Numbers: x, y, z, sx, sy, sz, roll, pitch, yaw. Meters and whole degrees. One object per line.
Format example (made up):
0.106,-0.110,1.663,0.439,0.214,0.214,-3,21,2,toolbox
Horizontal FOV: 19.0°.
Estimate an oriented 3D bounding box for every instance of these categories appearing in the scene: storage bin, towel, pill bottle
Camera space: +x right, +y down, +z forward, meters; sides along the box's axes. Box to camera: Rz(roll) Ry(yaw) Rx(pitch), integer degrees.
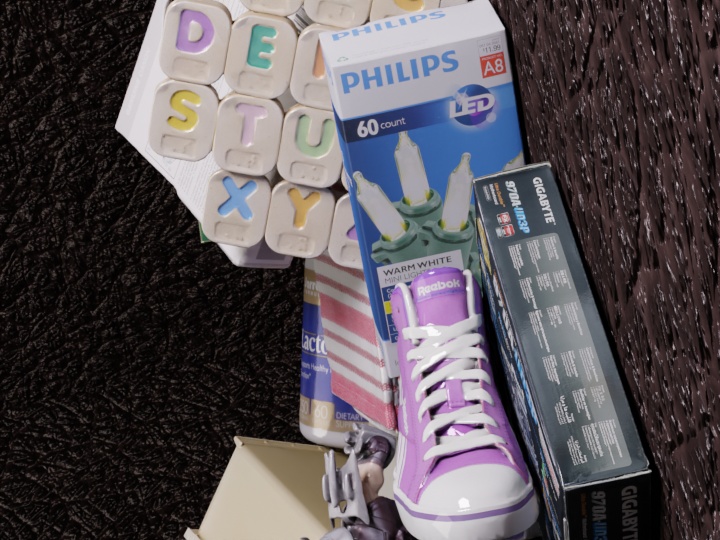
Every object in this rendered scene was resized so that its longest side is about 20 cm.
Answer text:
0.007,0.223,1.630,0.200,0.197,0.094,39,111,46,storage bin
0.000,0.000,1.402,0.146,0.030,0.202,-156,57,-72,towel
0.011,0.035,1.705,0.116,0.115,0.202,-127,39,-83,pill bottle

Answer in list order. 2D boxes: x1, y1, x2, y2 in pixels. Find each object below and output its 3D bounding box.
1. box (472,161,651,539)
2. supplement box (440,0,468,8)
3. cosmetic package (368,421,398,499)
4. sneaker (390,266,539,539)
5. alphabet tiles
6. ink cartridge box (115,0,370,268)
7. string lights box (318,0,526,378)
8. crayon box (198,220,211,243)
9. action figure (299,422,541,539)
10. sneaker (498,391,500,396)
0.105,0.070,1.123,0.160,0.046,0.201,80,177,-52,box
0.022,-0.186,1.381,0.126,0.073,0.202,99,159,-79,supplement box
0.046,0.089,1.519,0.104,0.072,0.202,144,134,-85,cosmetic package
0.044,0.063,1.132,0.201,0.072,0.115,-107,8,-71,sneaker
-0.024,-0.097,1.275,0.015,0.198,0.197,-85,7,-68,alphabet tiles
-0.072,-0.132,1.363,0.176,0.044,0.201,46,124,42,ink cartridge box
0.045,-0.047,1.243,0.059,0.102,0.202,-107,5,-63,string lights box
-0.031,-0.078,1.635,0.126,0.198,0.052,-113,11,-73,crayon box
0.038,0.147,1.248,0.069,0.199,0.131,7,107,50,action figure
0.078,0.008,1.370,0.078,0.066,0.202,21,-134,-61,sneaker
